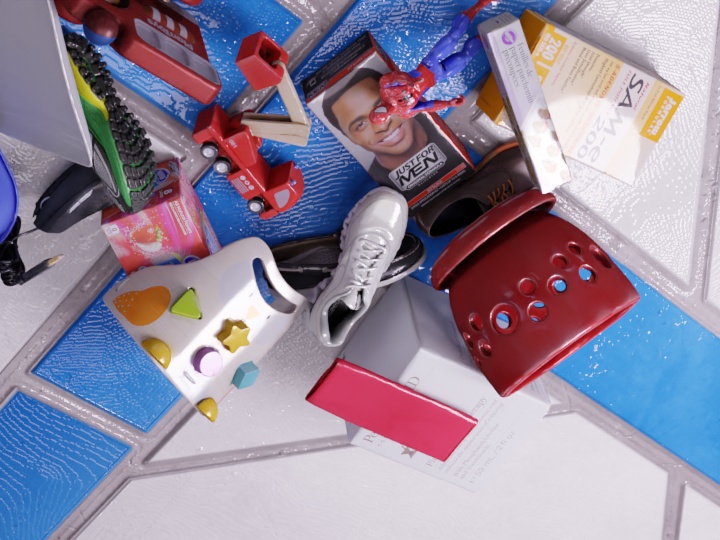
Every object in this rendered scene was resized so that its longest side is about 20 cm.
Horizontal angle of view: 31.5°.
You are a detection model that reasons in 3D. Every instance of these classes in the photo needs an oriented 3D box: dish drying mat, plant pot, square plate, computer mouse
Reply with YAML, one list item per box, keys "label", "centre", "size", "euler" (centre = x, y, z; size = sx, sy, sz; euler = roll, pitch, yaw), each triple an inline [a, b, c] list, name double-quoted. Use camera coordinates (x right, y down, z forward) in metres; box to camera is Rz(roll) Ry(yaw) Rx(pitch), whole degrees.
- label: "dish drying mat"
  centre: [0.038, 0.164, 1.506]
  size: [0.200, 0.018, 0.077]
  euler: [25, 117, -23]
- label: "plant pot"
  centre: [0.191, 0.022, 1.481]
  size: [0.200, 0.200, 0.183]
  euler: [-41, 79, 17]
- label: "square plate"
  centre: [-0.351, -0.218, 1.301]
  size: [0.028, 0.200, 0.198]
  euler: [-38, 134, -36]
- label: "computer mouse"
  centre: [-0.328, -0.065, 1.408]
  size: [0.200, 0.141, 0.046]
  euler: [-26, 129, 8]

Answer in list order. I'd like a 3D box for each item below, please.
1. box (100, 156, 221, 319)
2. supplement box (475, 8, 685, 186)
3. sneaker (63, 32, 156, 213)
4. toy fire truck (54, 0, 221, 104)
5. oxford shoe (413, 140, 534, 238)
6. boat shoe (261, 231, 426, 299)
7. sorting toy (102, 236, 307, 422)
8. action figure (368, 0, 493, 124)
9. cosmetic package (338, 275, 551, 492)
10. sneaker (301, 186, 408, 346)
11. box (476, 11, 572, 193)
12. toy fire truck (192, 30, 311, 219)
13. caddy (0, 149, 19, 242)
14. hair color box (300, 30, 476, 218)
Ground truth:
- label: "box"
  centre: [-0.218, -0.017, 1.489]
  size: [0.100, 0.096, 0.200]
  euler: [-20, 125, 3]
- label: "supplement box"
  centre: [0.250, -0.195, 1.455]
  size: [0.200, 0.074, 0.126]
  euler: [21, 108, -22]
- label: "sneaker"
  centre: [-0.289, -0.150, 1.380]
  size: [0.085, 0.078, 0.200]
  euler: [-27, 93, 21]
- label: "toy fire truck"
  centre: [-0.231, -0.259, 1.269]
  size: [0.200, 0.168, 0.112]
  euler: [29, 115, -37]
- label: "oxford shoe"
  centre: [0.159, -0.092, 1.518]
  size: [0.200, 0.073, 0.071]
  euler: [-27, 124, 4]
- label: "boat shoe"
  centre: [-0.022, -0.018, 1.542]
  size: [0.200, 0.074, 0.060]
  euler: [-9, 130, 6]
- label: "sorting toy"
  centre: [-0.154, 0.057, 1.452]
  size: [0.180, 0.107, 0.200]
  euler: [-41, 126, -7]
- label: "action figure"
  centre: [0.095, -0.217, 1.365]
  size: [0.200, 0.099, 0.065]
  euler: [-41, 120, -10]
- label: "cosmetic package"
  centre: [0.098, 0.143, 1.613]
  size: [0.200, 0.166, 0.167]
  euler: [24, 117, -23]
- label: "sneaker"
  centre: [0.000, 0.000, 1.472]
  size: [0.075, 0.081, 0.200]
  euler: [23, 105, -14]
- label: "box"
  centre: [0.179, -0.179, 1.381]
  size: [0.039, 0.041, 0.200]
  euler: [-25, 118, -2]
- label: "toy fire truck"
  centre: [-0.107, -0.155, 1.421]
  size: [0.141, 0.049, 0.200]
  euler: [-22, 126, 26]
- label: "caddy"
  centre: [-0.455, -0.104, 1.372]
  size: [0.141, 0.105, 0.200]
  euler: [-20, 103, 12]
- label: "hair color box"
  centre: [0.033, -0.163, 1.456]
  size: [0.101, 0.061, 0.200]
  euler: [-36, 122, 15]
